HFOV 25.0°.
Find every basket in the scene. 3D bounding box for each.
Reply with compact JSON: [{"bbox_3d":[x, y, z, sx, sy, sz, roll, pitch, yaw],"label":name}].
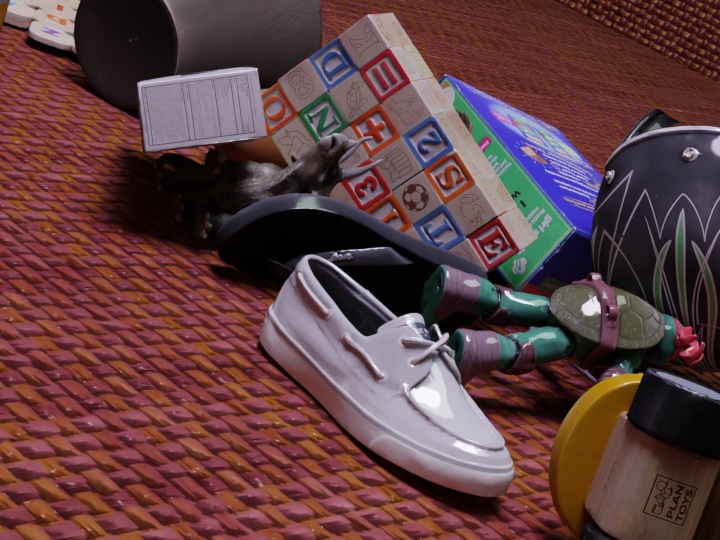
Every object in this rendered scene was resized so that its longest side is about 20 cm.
[{"bbox_3d":[-0.143,-0.211,1.416,0.136,0.181,0.200,-1,14,32],"label":"basket"}]

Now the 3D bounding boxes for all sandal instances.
[{"bbox_3d":[0.001,0.000,1.094,0.199,0.076,0.043,15,45,-20],"label":"sandal"}]

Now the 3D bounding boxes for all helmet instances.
[{"bbox_3d":[0.255,-0.025,1.153,0.199,0.201,0.191,26,36,13],"label":"helmet"}]

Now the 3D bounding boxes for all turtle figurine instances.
[{"bbox_3d":[0.144,0.051,1.078,0.199,0.101,0.150,10,20,-18],"label":"turtle figurine"}]

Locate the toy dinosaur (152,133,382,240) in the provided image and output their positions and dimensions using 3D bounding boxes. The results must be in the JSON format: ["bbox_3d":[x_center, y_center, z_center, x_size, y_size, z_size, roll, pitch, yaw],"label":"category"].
[{"bbox_3d":[-0.084,-0.053,1.154,0.102,0.077,0.200,7,-8,-36],"label":"toy dinosaur"}]

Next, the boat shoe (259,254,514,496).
[{"bbox_3d":[0.020,0.056,0.942,0.072,0.069,0.200,7,23,-41],"label":"boat shoe"}]

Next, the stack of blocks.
[{"bbox_3d":[0.024,-0.072,1.185,0.200,0.115,0.059,57,22,2],"label":"stack of blocks"}]

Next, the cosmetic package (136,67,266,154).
[{"bbox_3d":[-0.116,-0.112,1.151,0.082,0.051,0.200,-6,5,-8],"label":"cosmetic package"}]

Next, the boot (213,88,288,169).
[{"bbox_3d":[-0.012,-0.075,1.292,0.199,0.074,0.155,10,25,-27],"label":"boot"}]

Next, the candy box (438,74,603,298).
[{"bbox_3d":[0.145,-0.052,1.311,0.169,0.077,0.200,18,27,-46],"label":"candy box"}]

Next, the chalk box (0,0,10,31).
[{"bbox_3d":[-0.385,-0.264,1.306,0.199,0.124,0.125,22,18,2],"label":"chalk box"}]

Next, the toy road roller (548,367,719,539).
[{"bbox_3d":[0.201,0.123,0.890,0.199,0.123,0.146,19,6,-8],"label":"toy road roller"}]

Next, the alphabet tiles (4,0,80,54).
[{"bbox_3d":[-0.248,-0.221,1.525,0.199,0.015,0.196,18,19,-13],"label":"alphabet tiles"}]
